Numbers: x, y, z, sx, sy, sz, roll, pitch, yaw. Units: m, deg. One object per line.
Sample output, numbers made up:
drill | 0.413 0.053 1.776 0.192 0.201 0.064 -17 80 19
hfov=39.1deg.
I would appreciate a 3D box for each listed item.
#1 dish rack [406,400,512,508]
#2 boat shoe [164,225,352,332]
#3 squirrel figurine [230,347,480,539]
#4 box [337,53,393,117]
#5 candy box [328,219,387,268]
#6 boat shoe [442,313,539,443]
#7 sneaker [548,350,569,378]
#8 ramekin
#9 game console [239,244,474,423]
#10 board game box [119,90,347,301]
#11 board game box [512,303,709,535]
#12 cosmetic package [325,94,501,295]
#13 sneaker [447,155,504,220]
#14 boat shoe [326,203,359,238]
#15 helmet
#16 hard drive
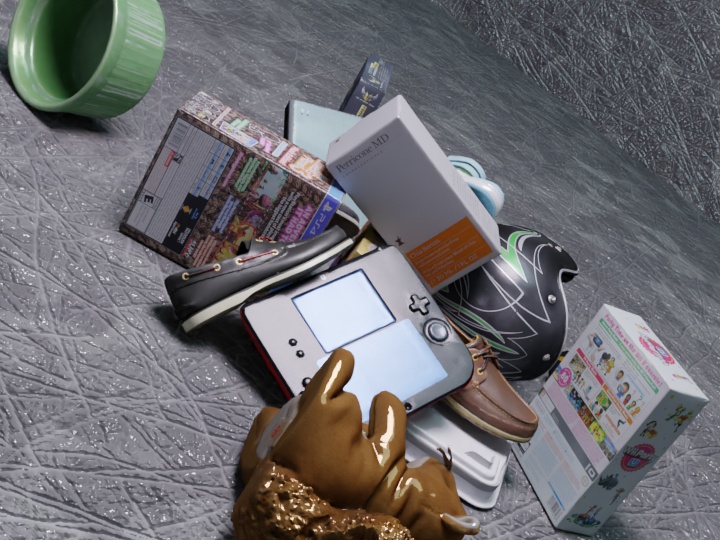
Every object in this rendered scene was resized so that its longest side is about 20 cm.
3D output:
dish rack | 0.079 0.153 1.088 0.200 0.044 0.172 35 22 4
boat shoe | -0.100 -0.006 1.031 0.201 0.074 0.063 -25 85 -22
squirrel figurine | 0.000 0.195 0.828 0.187 0.142 0.200 37 35 -13
box | -0.008 -0.262 1.678 0.051 0.158 0.200 29 23 -7
candy box | 0.000 0.000 1.198 0.056 0.117 0.200 37 23 -6
boat shoe | 0.112 0.104 1.087 0.200 0.068 0.072 40 24 16
sneaker | 0.266 0.157 1.278 0.090 0.070 0.200 25 25 -23
ramekin | -0.338 -0.286 1.268 0.200 0.200 0.098 46 19 30
game console | 0.002 0.073 1.017 0.200 0.031 0.177 -23 73 -31
board game box | -0.137 -0.076 1.131 0.200 0.160 0.097 30 22 -6
board game box | 0.258 0.161 1.093 0.064 0.200 0.148 19 26 -28
cosmetic package | 0.061 -0.081 1.129 0.200 0.101 0.071 50 21 -21
sneaker | 0.130 -0.105 1.268 0.131 0.200 0.080 -37 109 -30
boat shoe | -0.088 -0.100 1.215 0.200 0.073 0.063 22 58 -7
helmet | 0.166 0.039 1.249 0.200 0.200 0.191 36 32 9
hard drive | -0.038 -0.130 1.377 0.139 0.033 0.200 12 58 -20
